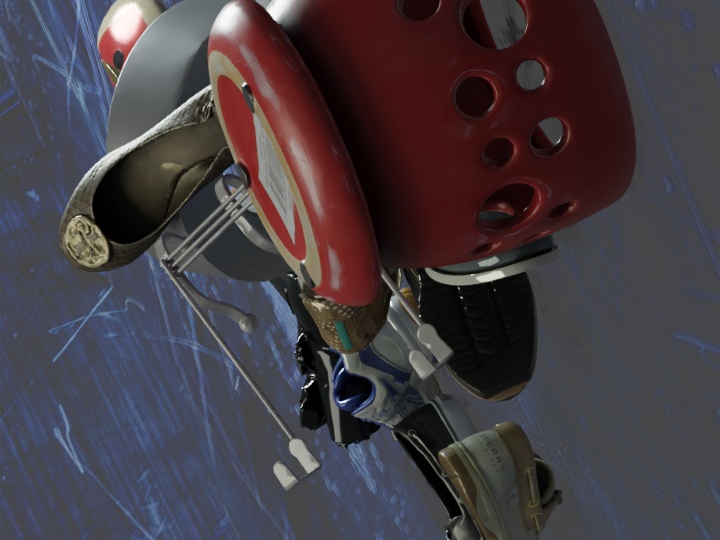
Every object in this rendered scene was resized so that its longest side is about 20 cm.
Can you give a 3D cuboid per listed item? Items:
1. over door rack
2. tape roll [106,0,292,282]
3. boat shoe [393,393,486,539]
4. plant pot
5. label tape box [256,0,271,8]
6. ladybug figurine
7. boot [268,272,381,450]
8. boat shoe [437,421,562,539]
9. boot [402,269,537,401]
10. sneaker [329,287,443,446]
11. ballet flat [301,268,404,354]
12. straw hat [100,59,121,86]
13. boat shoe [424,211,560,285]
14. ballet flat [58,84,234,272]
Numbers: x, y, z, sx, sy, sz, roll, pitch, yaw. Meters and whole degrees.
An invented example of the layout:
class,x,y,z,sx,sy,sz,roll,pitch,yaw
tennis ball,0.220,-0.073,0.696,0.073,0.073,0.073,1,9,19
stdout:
class,x,y,z,sx,sy,sz,roll,pitch,yaw
over door rack,-0.034,0.020,1.522,0.148,0.066,0.200,-42,69,31
tape roll,-0.087,-0.094,1.671,0.066,0.200,0.201,11,131,40
boat shoe,0.090,0.196,1.850,0.201,0.056,0.069,63,168,8
plant pot,0.024,-0.094,1.270,0.200,0.182,0.201,157,90,-79
label tape box,-0.030,-0.153,1.542,0.143,0.066,0.201,170,92,-77
ladybug figurine,-0.197,-0.183,2.274,0.200,0.072,0.136,58,166,27
boot,-0.043,0.044,1.998,0.200,0.076,0.169,-131,28,-62
boat shoe,0.110,0.162,1.678,0.074,0.066,0.200,59,179,22
boot,0.082,0.044,1.578,0.200,0.077,0.139,-109,0,-46
sneaker,0.015,0.089,1.885,0.075,0.088,0.200,55,166,32
ballet flat,0.000,0.000,1.650,0.200,0.070,0.066,-61,-41,-61
straw hat,-0.143,-0.132,2.119,0.201,0.085,0.201,54,176,6
boat shoe,0.065,-0.037,1.460,0.200,0.072,0.062,-147,43,-70
ballet flat,-0.132,-0.062,1.556,0.067,0.200,0.046,51,-155,-7
